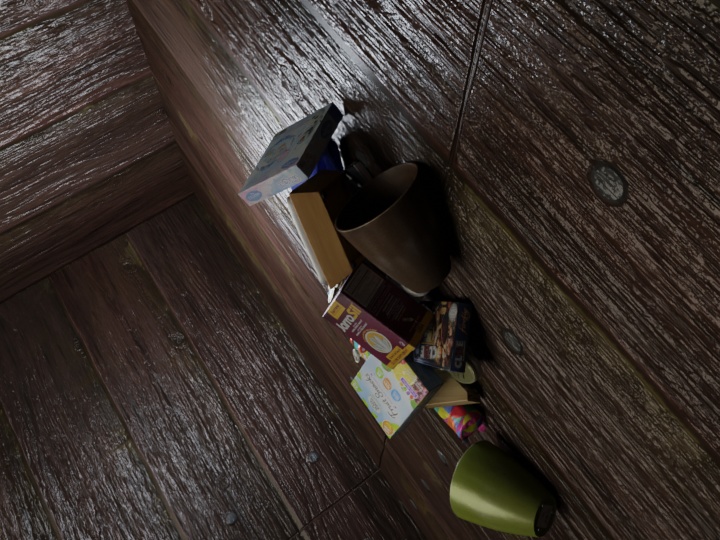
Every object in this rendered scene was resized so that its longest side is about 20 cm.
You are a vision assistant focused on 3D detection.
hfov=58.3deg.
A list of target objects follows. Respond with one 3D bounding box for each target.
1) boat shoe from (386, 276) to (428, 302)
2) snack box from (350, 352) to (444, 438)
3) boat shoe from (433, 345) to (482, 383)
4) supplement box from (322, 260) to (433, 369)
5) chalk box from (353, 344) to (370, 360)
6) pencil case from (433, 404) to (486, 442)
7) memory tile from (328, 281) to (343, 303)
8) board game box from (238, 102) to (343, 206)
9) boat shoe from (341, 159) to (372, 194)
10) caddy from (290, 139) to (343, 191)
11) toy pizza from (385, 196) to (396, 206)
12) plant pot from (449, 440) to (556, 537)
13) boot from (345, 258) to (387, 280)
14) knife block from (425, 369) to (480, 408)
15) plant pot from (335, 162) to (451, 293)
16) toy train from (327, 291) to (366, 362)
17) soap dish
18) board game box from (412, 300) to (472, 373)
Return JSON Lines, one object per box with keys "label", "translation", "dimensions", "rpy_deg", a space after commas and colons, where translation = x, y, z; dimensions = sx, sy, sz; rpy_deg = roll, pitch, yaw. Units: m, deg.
{"label": "boat shoe", "translation": [0.113, 0.035, 1.427], "dimensions": [0.069, 0.071, 0.199], "rpy_deg": [61, 163, -16]}
{"label": "snack box", "translation": [0.082, 0.267, 1.521], "dimensions": [0.169, 0.067, 0.202], "rpy_deg": [50, 133, 23]}
{"label": "boat shoe", "translation": [0.214, 0.189, 1.403], "dimensions": [0.199, 0.067, 0.076], "rpy_deg": [17, 123, 68]}
{"label": "supplement box", "translation": [0.037, 0.098, 1.392], "dimensions": [0.198, 0.104, 0.131], "rpy_deg": [36, 145, 0]}
{"label": "chalk box", "translation": [0.039, 0.144, 1.739], "dimensions": [0.124, 0.123, 0.203], "rpy_deg": [36, 152, 51]}
{"label": "pencil case", "translation": [0.221, 0.328, 1.601], "dimensions": [0.200, 0.087, 0.089], "rpy_deg": [46, 160, 38]}
{"label": "memory tile", "translation": [-0.048, -0.028, 1.557], "dimensions": [0.202, 0.016, 0.155], "rpy_deg": [-93, 23, -53]}
{"label": "board game box", "translation": [-0.147, -0.244, 1.361], "dimensions": [0.198, 0.201, 0.043], "rpy_deg": [-16, 129, 43]}
{"label": "boat shoe", "translation": [0.010, -0.139, 1.388], "dimensions": [0.201, 0.092, 0.075], "rpy_deg": [52, 163, 23]}
{"label": "caddy", "translation": [-0.084, -0.204, 1.472], "dimensions": [0.103, 0.143, 0.202], "rpy_deg": [6, 137, 21]}
{"label": "toy pizza", "translation": [0.054, -0.068, 1.339], "dimensions": [0.197, 0.032, 0.203], "rpy_deg": [22, 138, 21]}
{"label": "plant pot", "translation": [0.337, 0.514, 1.467], "dimensions": [0.198, 0.187, 0.190], "rpy_deg": [13, 135, 47]}
{"label": "boot", "translation": [0.000, 0.001, 1.535], "dimensions": [0.199, 0.065, 0.168], "rpy_deg": [29, 139, 65]}
{"label": "knife block", "translation": [0.170, 0.305, 1.553], "dimensions": [0.063, 0.178, 0.200], "rpy_deg": [17, -160, -47]}
{"label": "plant pot", "translation": [0.083, -0.063, 1.209], "dimensions": [0.201, 0.187, 0.186], "rpy_deg": [51, 167, -23]}
{"label": "toy train", "translation": [-0.020, 0.125, 1.651], "dimensions": [0.151, 0.055, 0.203], "rpy_deg": [110, 138, -67]}
{"label": "soap dish", "translation": [-0.054, -0.090, 1.280], "dimensions": [0.080, 0.158, 0.203], "rpy_deg": [-15, 107, 28]}
{"label": "board game box", "translation": [0.170, 0.135, 1.366], "dimensions": [0.199, 0.034, 0.139], "rpy_deg": [173, 105, -72]}
